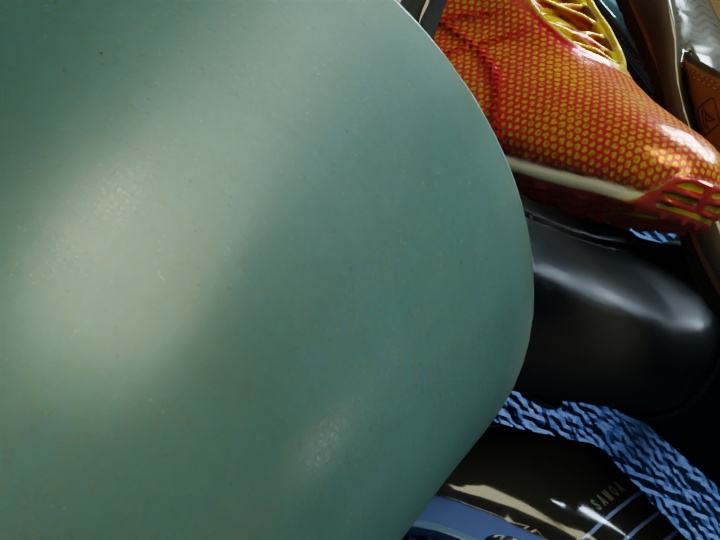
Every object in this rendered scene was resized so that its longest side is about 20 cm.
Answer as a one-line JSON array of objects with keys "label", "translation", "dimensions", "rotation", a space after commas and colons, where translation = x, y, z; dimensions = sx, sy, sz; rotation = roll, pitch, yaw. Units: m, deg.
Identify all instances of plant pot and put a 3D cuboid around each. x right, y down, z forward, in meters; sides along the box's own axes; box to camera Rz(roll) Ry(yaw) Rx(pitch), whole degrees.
[{"label": "plant pot", "translation": [-0.081, 0.029, 0.666], "dimensions": [0.200, 0.201, 0.161], "rotation": [39, 45, -6]}]

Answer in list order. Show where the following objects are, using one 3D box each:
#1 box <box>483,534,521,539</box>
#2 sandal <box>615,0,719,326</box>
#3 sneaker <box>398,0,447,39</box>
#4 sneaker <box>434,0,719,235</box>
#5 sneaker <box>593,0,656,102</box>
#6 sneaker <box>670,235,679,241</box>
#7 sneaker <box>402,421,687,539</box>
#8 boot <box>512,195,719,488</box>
[{"label": "box", "translation": [0.036, 0.169, 0.614], "dimensions": [0.148, 0.200, 0.107], "rotation": [22, 37, -31]}, {"label": "sandal", "translation": [0.128, -0.042, 0.827], "dimensions": [0.082, 0.055, 0.201], "rotation": [-2, 67, -33]}, {"label": "sneaker", "translation": [-0.069, -0.058, 0.788], "dimensions": [0.075, 0.199, 0.106], "rotation": [63, 43, -57]}, {"label": "sneaker", "translation": [0.033, -0.068, 0.811], "dimensions": [0.073, 0.077, 0.200], "rotation": [19, 13, -43]}, {"label": "sneaker", "translation": [0.127, -0.043, 0.896], "dimensions": [0.200, 0.087, 0.078], "rotation": [25, 5, -3]}, {"label": "sneaker", "translation": [0.168, 0.000, 1.079], "dimensions": [0.089, 0.077, 0.200], "rotation": [50, 34, -5]}, {"label": "sneaker", "translation": [0.081, 0.097, 0.869], "dimensions": [0.200, 0.070, 0.078], "rotation": [31, 35, -20]}, {"label": "boot", "translation": [0.074, 0.025, 0.827], "dimensions": [0.165, 0.066, 0.200], "rotation": [34, 8, 41]}]
